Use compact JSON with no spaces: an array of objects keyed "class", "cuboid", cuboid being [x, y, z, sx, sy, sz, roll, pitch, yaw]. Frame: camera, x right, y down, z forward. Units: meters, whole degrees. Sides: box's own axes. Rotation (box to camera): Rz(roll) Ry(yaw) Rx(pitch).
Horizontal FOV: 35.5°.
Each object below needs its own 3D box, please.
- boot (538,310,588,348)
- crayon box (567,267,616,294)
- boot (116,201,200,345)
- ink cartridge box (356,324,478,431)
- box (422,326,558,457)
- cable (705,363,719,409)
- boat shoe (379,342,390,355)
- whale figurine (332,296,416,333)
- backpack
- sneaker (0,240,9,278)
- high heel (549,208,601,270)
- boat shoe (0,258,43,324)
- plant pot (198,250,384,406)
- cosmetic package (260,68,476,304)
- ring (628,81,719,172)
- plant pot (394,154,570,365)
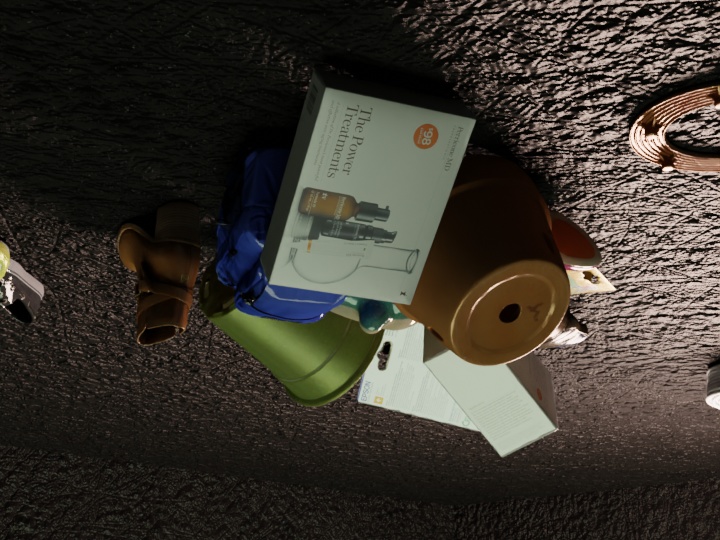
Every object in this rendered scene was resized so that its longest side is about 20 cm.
[{"class":"boot","cuboid":[0.249,0.104,1.716,0.199,0.076,0.096,-18,150,42]},{"class":"crayon box","cuboid":[0.211,-0.005,1.428,0.198,0.052,0.126,-7,160,26]},{"class":"boot","cuboid":[-0.254,0.016,1.369,0.073,0.157,0.200,11,160,-26]},{"class":"ink cartridge box","cuboid":[0.108,0.133,1.677,0.197,0.043,0.198,14,122,0]},{"class":"box","cuboid":[0.181,0.138,1.573,0.097,0.125,0.201,-30,115,21]},{"class":"cable","cuboid":[0.707,0.202,1.976,0.198,0.070,0.199,15,158,-33]},{"class":"boat shoe","cuboid":[0.113,0.093,1.719,0.199,0.064,0.074,-8,157,25]},{"class":"whale figurine","cuboid":[0.000,0.000,1.337,0.197,0.160,0.104,1,136,-18]},{"class":"backpack","cuboid":[-0.081,-0.030,1.204,0.160,0.170,0.200,14,165,-17]},{"class":"sneaker","cuboid":[-0.524,-0.010,1.399,0.075,0.107,0.199,-12,158,37]},{"class":"high heel","cuboid":[0.179,-0.028,1.319,0.197,0.068,0.096,13,149,-17]},{"class":"boat shoe","cuboid":[-0.505,0.028,1.573,0.069,0.067,0.200,-1,162,8]},{"class":"plant pot","cuboid":[-0.097,0.043,1.433,0.199,0.202,0.189,-15,143,42]},{"class":"cosmetic package","cuboid":[0.004,-0.073,1.053,0.149,0.052,0.202,7,118,-22]},{"class":"ring","cuboid":[0.360,-0.131,1.084,0.197,0.020,0.201,3,162,1]},{"class":"plant pot","cuboid":[0.126,0.001,1.168,0.197,0.141,0.202,-13,131,-15]}]
